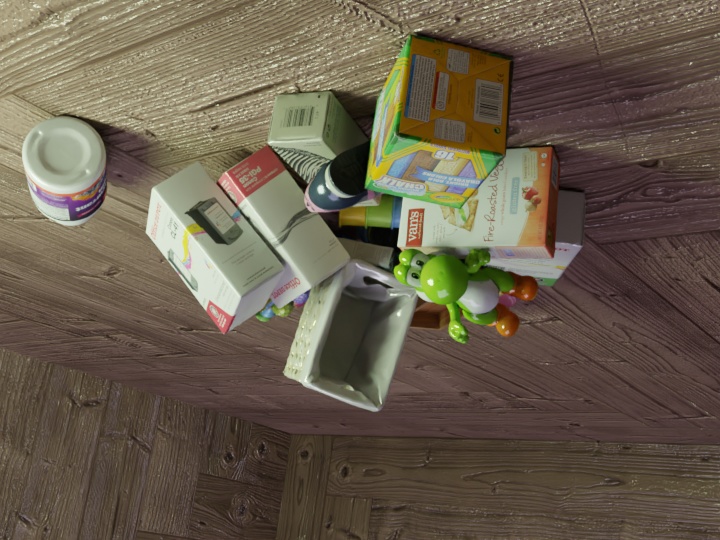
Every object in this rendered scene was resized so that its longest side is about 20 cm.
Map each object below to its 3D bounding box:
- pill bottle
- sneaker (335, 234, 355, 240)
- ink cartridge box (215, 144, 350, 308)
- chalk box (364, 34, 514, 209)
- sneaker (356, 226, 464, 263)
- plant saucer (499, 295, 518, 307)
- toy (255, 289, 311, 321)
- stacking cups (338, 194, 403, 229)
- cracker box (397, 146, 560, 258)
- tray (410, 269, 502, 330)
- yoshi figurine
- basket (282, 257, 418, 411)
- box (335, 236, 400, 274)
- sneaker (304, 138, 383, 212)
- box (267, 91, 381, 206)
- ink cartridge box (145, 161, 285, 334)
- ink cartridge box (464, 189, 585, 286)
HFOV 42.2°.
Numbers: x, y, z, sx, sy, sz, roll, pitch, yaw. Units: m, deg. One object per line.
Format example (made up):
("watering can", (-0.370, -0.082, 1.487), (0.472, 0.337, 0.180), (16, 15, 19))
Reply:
("pill bottle", (-0.427, -0.135, 1.361), (0.111, 0.112, 0.200), (12, 162, -11))
("sneaker", (-0.090, -0.033, 1.620), (0.199, 0.066, 0.078), (-6, 147, 35))
("ink cartridge box", (-0.123, -0.058, 1.339), (0.200, 0.083, 0.146), (54, 152, -2))
("chalk box", (0.079, -0.155, 1.062), (0.123, 0.125, 0.200), (11, 161, -10))
("sneaker", (0.084, -0.039, 1.495), (0.199, 0.066, 0.078), (22, 179, -24))
("plant saucer", (0.200, 0.045, 1.746), (0.199, 0.051, 0.201), (7, 161, 2))
("toy", (-0.124, 0.049, 1.592), (0.047, 0.115, 0.200), (55, 145, -3))
("stacking cups", (0.068, -0.086, 1.388), (0.199, 0.061, 0.061), (5, 162, 3))
("cracker box", (0.154, -0.086, 1.220), (0.199, 0.135, 0.058), (-1, 162, 24))
("tray", (0.132, 0.046, 1.468), (0.098, 0.037, 0.200), (6, 158, -25))
("yoshi figurine", (0.139, 0.026, 1.203), (0.199, 0.113, 0.112), (18, 146, -30))
("basket", (-0.017, 0.095, 1.411), (0.135, 0.201, 0.123), (23, 170, -21))
("box", (0.000, 0.000, 1.482), (0.144, 0.037, 0.200), (12, 165, 17))
("sneaker", (0.008, -0.122, 1.161), (0.199, 0.070, 0.082), (-21, 172, -45))
("box", (-0.039, -0.152, 1.209), (0.082, 0.069, 0.200), (0, 160, 24))
("ink cartridge box", (-0.211, -0.029, 1.324), (0.200, 0.085, 0.148), (49, 152, 8))
("ink cartridge box", (0.238, -0.051, 1.376), (0.144, 0.084, 0.200), (7, 163, 2))
